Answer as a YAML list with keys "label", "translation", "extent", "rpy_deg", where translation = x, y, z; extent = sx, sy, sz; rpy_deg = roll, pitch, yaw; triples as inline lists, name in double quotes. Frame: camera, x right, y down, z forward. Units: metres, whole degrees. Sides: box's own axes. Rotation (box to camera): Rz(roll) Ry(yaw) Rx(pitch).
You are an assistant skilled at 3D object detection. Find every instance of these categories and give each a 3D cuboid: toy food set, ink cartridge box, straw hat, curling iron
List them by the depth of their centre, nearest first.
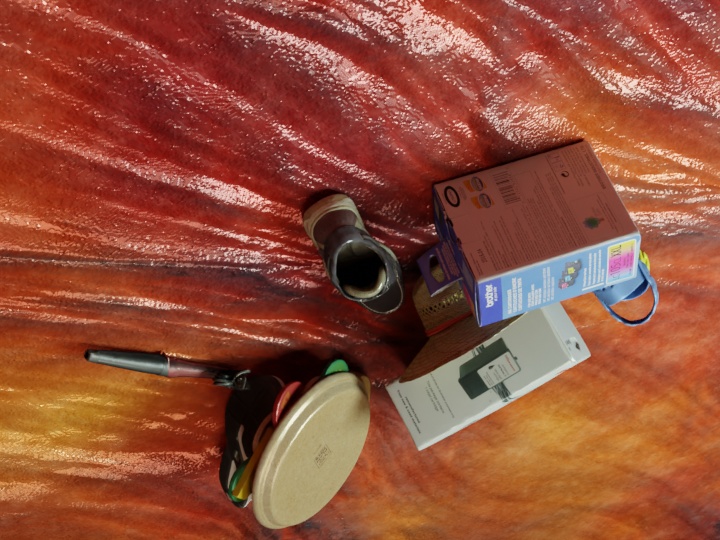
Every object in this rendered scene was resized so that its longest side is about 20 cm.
- label: "ink cartridge box"
  translation: [0.154, -0.034, 1.373]
  extent: [0.198, 0.137, 0.077]
  rpy_deg: [-15, 140, -7]
- label: "straw hat"
  translation: [0.104, 0.029, 1.466]
  extent: [0.200, 0.086, 0.201]
  rpy_deg: [-31, -177, 2]
- label: "curling iron"
  translation: [-0.196, 0.099, 1.467]
  extent: [0.199, 0.026, 0.049]
  rpy_deg: [15, 170, -35]
- label: "toy food set"
  translation: [-0.058, 0.193, 1.553]
  extent: [0.201, 0.048, 0.198]
  rpy_deg: [-60, 152, -2]
- label: "ink cartridge box"
  translation: [0.144, 0.111, 1.564]
  extent: [0.199, 0.084, 0.146]
  rpy_deg: [-30, 172, 14]

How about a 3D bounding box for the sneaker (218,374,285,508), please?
- label: "sneaker"
  translation: [-0.093, 0.179, 1.613]
  extent: [0.115, 0.076, 0.202]
  rpy_deg: [-20, 144, -35]

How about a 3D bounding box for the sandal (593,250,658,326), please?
- label: "sandal"
  translation: [0.268, -0.001, 1.520]
  extent: [0.079, 0.088, 0.199]
  rpy_deg: [-36, 140, 25]

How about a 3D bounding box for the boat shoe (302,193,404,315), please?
- label: "boat shoe"
  translation: [0.000, 0.000, 1.403]
  extent: [0.071, 0.065, 0.200]
  rpy_deg: [-25, 146, 4]
